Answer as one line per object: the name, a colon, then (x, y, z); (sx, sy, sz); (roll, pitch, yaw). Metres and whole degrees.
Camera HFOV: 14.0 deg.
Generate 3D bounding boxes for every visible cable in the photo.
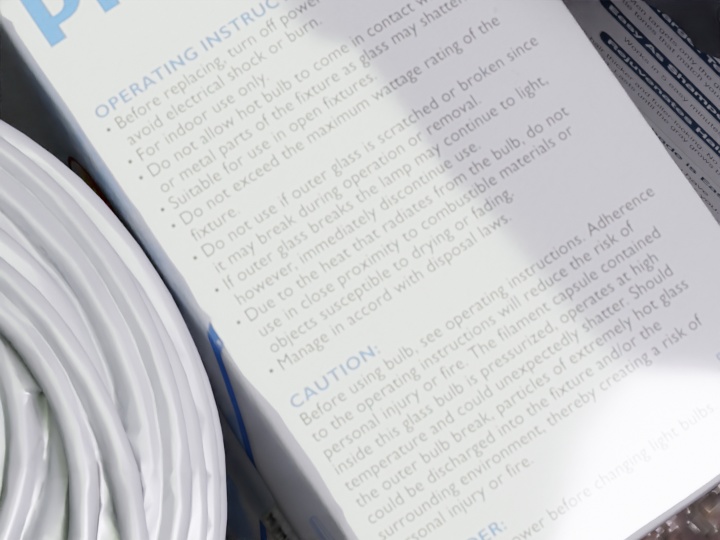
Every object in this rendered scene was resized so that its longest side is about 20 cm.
cable: (-0.131, 0.053, 0.674); (0.200, 0.069, 0.200); (9, 74, -2)

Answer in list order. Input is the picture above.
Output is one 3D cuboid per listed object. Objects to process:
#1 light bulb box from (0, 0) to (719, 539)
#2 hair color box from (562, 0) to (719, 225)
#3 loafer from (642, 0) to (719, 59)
light bulb box: (0.000, 0.000, 0.785); (0.125, 0.198, 0.200); (-33, 83, -13)
hair color box: (0.101, -0.064, 0.807); (0.100, 0.200, 0.061); (45, 78, 3)
loafer: (0.059, -0.103, 0.681); (0.200, 0.072, 0.063); (26, 69, -3)
